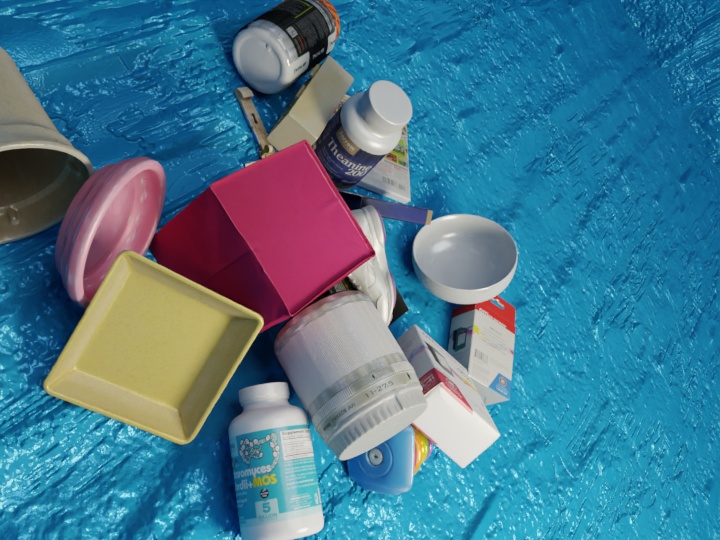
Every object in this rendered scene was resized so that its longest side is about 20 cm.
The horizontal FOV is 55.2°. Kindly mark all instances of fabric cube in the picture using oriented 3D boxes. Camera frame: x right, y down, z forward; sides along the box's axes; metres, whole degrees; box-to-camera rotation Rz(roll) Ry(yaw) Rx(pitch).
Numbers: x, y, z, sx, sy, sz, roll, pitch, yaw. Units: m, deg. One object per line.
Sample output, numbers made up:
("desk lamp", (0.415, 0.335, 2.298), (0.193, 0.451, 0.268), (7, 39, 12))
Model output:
("fabric cube", (-0.139, -0.031, 0.978), (0.196, 0.199, 0.201), (-35, 96, -45))

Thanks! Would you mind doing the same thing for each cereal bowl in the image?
("cereal bowl", (0.194, -0.011, 1.303), (0.199, 0.084, 0.201), (-1, 46, 1))

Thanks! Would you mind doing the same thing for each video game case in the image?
("video game case", (0.014, -0.239, 1.331), (0.199, 0.023, 0.183), (17, 61, -35))

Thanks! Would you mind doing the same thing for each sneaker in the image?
("sneaker", (0.000, 0.000, 1.113), (0.099, 0.075, 0.201), (-12, 91, -10))

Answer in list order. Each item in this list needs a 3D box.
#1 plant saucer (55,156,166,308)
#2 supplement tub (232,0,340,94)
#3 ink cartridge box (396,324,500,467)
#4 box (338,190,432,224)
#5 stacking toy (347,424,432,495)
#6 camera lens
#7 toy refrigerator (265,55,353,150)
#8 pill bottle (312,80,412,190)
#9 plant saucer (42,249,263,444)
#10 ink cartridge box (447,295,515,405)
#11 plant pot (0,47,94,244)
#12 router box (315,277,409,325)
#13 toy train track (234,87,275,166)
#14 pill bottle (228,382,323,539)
("plant saucer", (-0.312, -0.052, 0.855), (0.051, 0.201, 0.201), (24, 51, 2))
("supplement tub", (-0.124, -0.405, 1.213), (0.123, 0.122, 0.200), (50, 47, -12))
("ink cartridge box", (0.125, 0.196, 1.115), (0.148, 0.086, 0.200), (42, 12, -21))
("box", (0.014, -0.114, 1.208), (0.199, 0.121, 0.033), (9, 95, -39))
("stacking toy", (0.073, 0.278, 1.108), (0.200, 0.116, 0.110), (0, 92, -58))
("camera lens", (-0.017, 0.141, 0.973), (0.159, 0.160, 0.200), (-11, 61, -43))
("toy refrigerator", (-0.086, -0.283, 1.189), (0.070, 0.076, 0.200), (39, 46, -16))
("pill bottle", (-0.001, -0.226, 1.157), (0.110, 0.200, 0.112), (14, 61, -27))
("plant saucer", (-0.256, 0.095, 0.864), (0.199, 0.048, 0.201), (30, 95, -26))
("ink cartridge box", (0.231, 0.141, 1.318), (0.116, 0.067, 0.201), (32, 53, -27))
("plant pot", (-0.439, -0.157, 0.793), (0.200, 0.200, 0.184), (-15, 71, -44))
("router box", (-0.019, 0.019, 1.163), (0.149, 0.051, 0.201), (-31, 93, -46))
("toy train track", (-0.157, -0.223, 1.164), (0.114, 0.032, 0.201), (-22, 85, -45))
("pill bottle", (-0.117, 0.256, 0.928), (0.110, 0.111, 0.201), (3, 68, -40))
